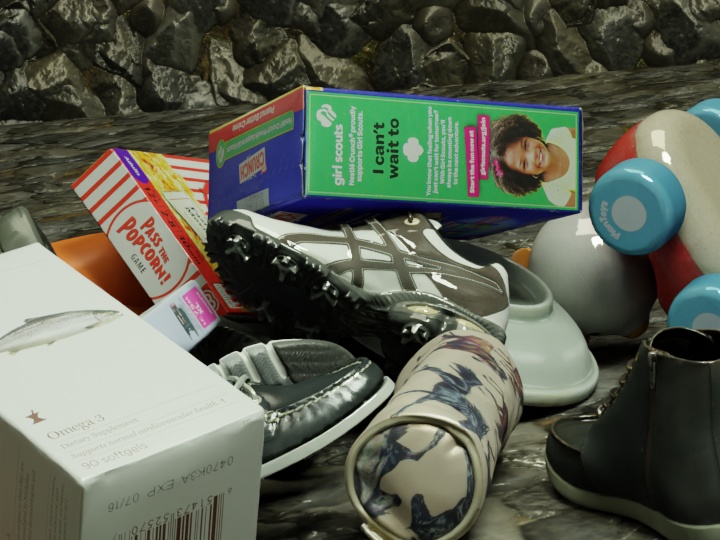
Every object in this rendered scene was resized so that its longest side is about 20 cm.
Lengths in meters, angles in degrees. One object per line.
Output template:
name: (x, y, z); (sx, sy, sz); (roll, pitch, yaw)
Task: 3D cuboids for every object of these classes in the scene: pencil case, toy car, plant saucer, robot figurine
pencil case: (0.043, 0.097, 1.414); (0.078, 0.090, 0.200); (27, 15, 4)
toy car: (0.194, 0.003, 1.729); (0.200, 0.177, 0.184); (-34, 1, 34)
plant saucer: (0.071, 0.022, 1.651); (0.200, 0.050, 0.200); (18, 18, -6)
robot figurine: (-0.201, 0.033, 1.824); (0.200, 0.117, 0.144); (-13, -23, -30)

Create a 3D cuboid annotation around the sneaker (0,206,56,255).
sneaker: (-0.239, 0.058, 1.690); (0.114, 0.200, 0.076); (-30, -31, 0)

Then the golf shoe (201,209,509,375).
golf shoe: (0.000, 0.000, 1.553); (0.200, 0.095, 0.078); (25, -35, -4)

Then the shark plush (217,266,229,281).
shark plush: (-0.016, 0.017, 1.777); (0.091, 0.200, 0.083); (-30, 37, 33)

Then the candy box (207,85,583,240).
candy box: (0.019, -0.066, 1.625); (0.200, 0.077, 0.169); (1, -6, -25)

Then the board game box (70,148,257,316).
board game box: (-0.106, -0.013, 1.810); (0.046, 0.152, 0.200); (-42, -17, 18)

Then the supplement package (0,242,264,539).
supplement package: (-0.157, 0.090, 1.274); (0.117, 0.118, 0.200); (-20, 39, -37)

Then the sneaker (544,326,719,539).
sneaker: (0.160, 0.077, 1.357); (0.075, 0.107, 0.200); (-11, 11, -23)

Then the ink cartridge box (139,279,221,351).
ink cartridge box: (-0.159, 0.068, 1.490); (0.119, 0.042, 0.200); (-35, 1, 14)

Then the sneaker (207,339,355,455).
sneaker: (-0.101, 0.092, 1.491); (0.200, 0.075, 0.115); (-23, 9, -16)

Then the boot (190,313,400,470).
boot: (-0.031, 0.067, 1.624); (0.158, 0.080, 0.211); (2, 18, -30)

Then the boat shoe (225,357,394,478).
boat shoe: (-0.078, 0.093, 1.381); (0.200, 0.060, 0.076); (-29, 5, -5)
